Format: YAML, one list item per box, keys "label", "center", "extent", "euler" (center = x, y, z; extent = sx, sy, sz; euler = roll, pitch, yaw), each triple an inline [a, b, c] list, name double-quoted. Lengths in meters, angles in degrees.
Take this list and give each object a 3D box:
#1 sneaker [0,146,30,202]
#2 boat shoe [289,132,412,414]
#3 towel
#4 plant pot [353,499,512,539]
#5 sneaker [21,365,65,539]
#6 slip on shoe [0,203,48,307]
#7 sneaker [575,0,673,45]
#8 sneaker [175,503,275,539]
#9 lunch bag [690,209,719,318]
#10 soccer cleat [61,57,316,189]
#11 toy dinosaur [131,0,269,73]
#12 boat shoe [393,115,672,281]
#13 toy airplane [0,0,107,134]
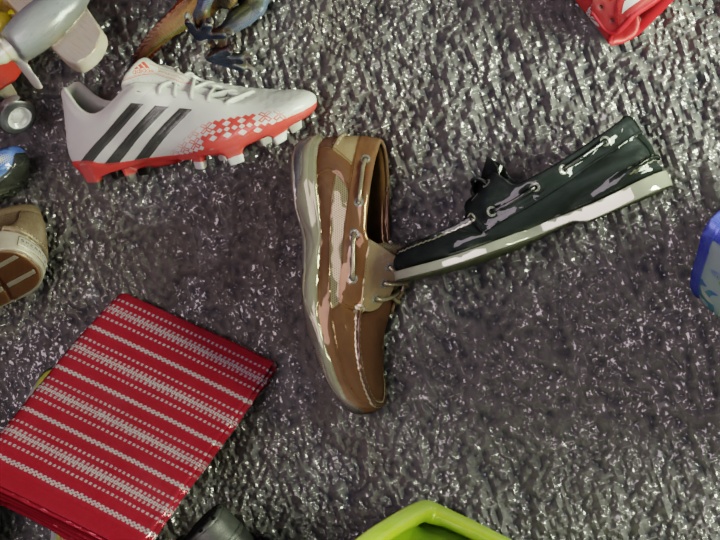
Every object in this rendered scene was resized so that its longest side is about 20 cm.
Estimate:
- label: "sneaker"
  center: [-0.344, -0.088, 1.533]
  extent: [0.199, 0.078, 0.090]
  euler: [1, 93, 20]
- label: "boat shoe"
  center: [0.000, 0.000, 1.416]
  extent: [0.071, 0.076, 0.201]
  euler: [-9, 89, 17]
- label: "towel"
  center: [-0.168, 0.110, 1.436]
  extent: [0.144, 0.200, 0.023]
  euler: [24, 142, 17]
- label: "plant pot"
  center: [0.064, 0.290, 1.336]
  extent: [0.198, 0.200, 0.182]
  euler: [25, 106, 17]
- label: "sneaker"
  center: [-0.190, 0.158, 1.455]
  extent: [0.090, 0.078, 0.201]
  euler: [-36, 63, 50]
- label: "slip on shoe"
  center: [-0.322, 0.007, 1.538]
  extent: [0.199, 0.076, 0.061]
  euler: [-26, 42, 26]
- label: "sneaker"
  center: [0.130, -0.207, 1.365]
  extent: [0.199, 0.078, 0.116]
  euler: [-8, 87, 20]
- label: "sneaker"
  center: [-0.089, 0.225, 1.417]
  extent: [0.104, 0.200, 0.060]
  euler: [40, 59, -2]
- label: "lunch bag"
  center: [0.298, 0.016, 1.243]
  extent: [0.170, 0.200, 0.128]
  euler: [33, 101, 17]
- label: "soccer cleat"
  center: [-0.128, -0.117, 1.458]
  extent: [0.199, 0.069, 0.086]
  euler: [-10, 104, 24]
- label: "toy dinosaur"
  center: [-0.085, -0.245, 1.438]
  extent: [0.199, 0.105, 0.183]
  euler: [2, 71, 31]
- label: "boat shoe"
  center: [0.108, -0.050, 1.372]
  extent: [0.198, 0.074, 0.066]
  euler: [-21, 87, 14]
- label: "toy airplane"
  center: [-0.259, -0.212, 1.465]
  extent: [0.199, 0.141, 0.200]
  euler: [-13, 64, 36]
